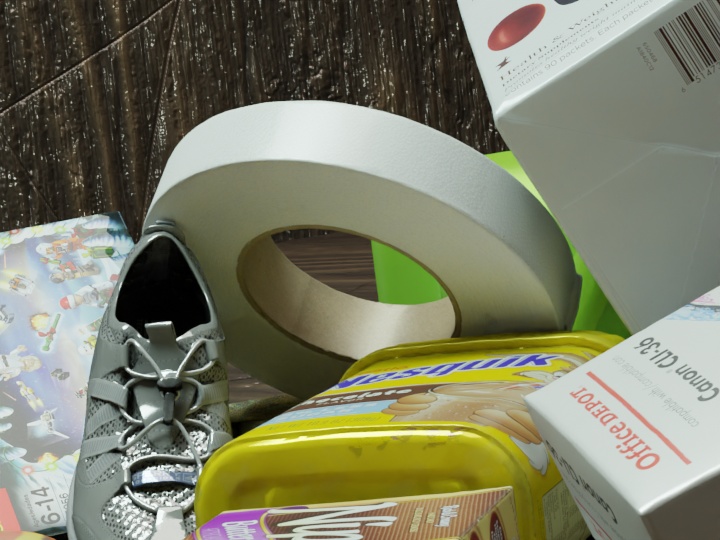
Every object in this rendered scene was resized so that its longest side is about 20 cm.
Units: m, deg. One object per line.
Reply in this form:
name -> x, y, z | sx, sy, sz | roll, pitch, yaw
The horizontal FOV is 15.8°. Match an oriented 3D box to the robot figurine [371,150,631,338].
robot figurine -> 0.108, -0.009, 1.393 | 0.199, 0.116, 0.175 | -7, 8, 4

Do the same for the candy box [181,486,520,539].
candy box -> -0.018, 0.120, 0.871 | 0.116, 0.057, 0.200 | -7, 5, 15

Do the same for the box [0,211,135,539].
box -> -0.147, 0.059, 1.204 | 0.136, 0.040, 0.200 | -12, 45, -19

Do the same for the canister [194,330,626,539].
canister -> 0.033, 0.084, 1.071 | 0.148, 0.087, 0.200 | -5, 7, 20

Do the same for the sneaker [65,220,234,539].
sneaker -> -0.091, 0.061, 1.115 | 0.074, 0.082, 0.201 | -3, 41, -9

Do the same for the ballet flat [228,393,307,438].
ballet flat -> -0.087, 0.099, 1.241 | 0.199, 0.071, 0.071 | -9, 5, -24

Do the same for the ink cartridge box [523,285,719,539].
ink cartridge box -> 0.132, 0.055, 0.844 | 0.199, 0.068, 0.116 | -30, 21, -6

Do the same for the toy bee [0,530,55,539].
toy bee -> -0.183, 0.112, 0.917 | 0.199, 0.109, 0.131 | -8, 6, -10

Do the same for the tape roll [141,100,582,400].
tape roll -> 0.000, 0.000, 1.186 | 0.202, 0.037, 0.203 | 12, -34, 9

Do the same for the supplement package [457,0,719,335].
supplement package -> 0.165, -0.092, 1.183 | 0.191, 0.147, 0.200 | -32, 18, 8
